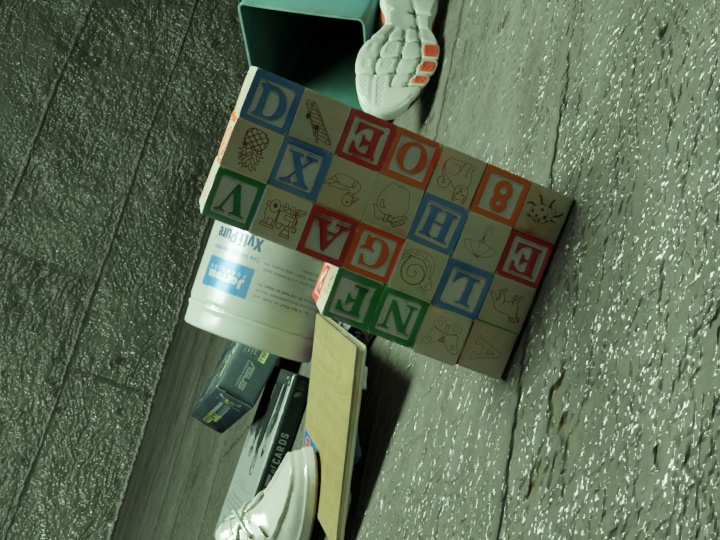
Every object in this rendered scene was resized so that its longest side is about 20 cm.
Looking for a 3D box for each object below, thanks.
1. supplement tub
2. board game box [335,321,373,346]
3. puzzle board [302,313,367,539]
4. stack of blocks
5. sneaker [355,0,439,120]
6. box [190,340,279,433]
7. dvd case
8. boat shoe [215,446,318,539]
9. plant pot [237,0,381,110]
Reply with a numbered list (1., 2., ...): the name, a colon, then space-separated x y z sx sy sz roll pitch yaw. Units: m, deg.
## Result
1. supplement tub: -0.074 -0.028 1.131 0.132 0.131 0.202 -174 103 -78
2. board game box: 0.000 0.000 1.129 0.201 0.032 0.121 -82 12 -44
3. puzzle board: -0.022 0.122 0.982 0.200 0.017 0.153 -154 70 -79
4. stack of blocks: 0.008 -0.027 0.706 0.059 0.198 0.116 -133 65 -76
5. sneaker: 0.041 -0.204 1.206 0.082 0.076 0.201 97 -172 -48
6. box: -0.116 0.078 1.386 0.201 0.051 0.158 -64 8 -25
7. dvd case: -0.106 0.203 1.285 0.150 0.024 0.202 176 112 -77
8. boat shoe: -0.088 0.230 1.018 0.071 0.069 0.202 -100 27 -61
9. plant pot: -0.023 -0.280 1.328 0.142 0.140 0.201 82 -155 -45
